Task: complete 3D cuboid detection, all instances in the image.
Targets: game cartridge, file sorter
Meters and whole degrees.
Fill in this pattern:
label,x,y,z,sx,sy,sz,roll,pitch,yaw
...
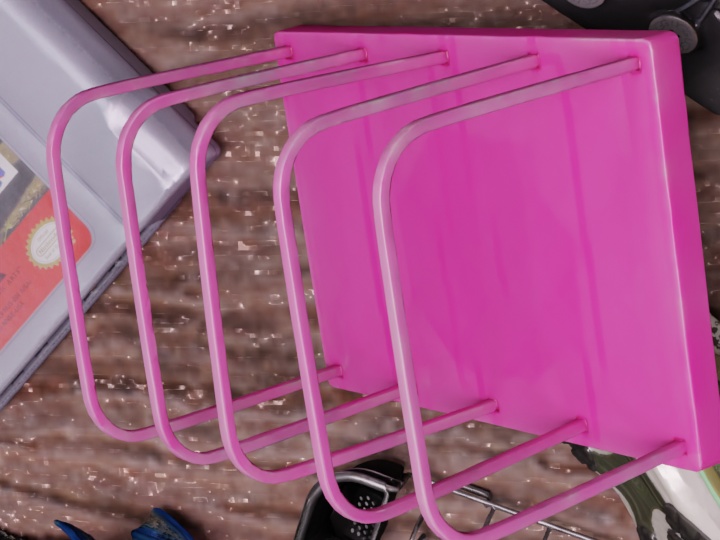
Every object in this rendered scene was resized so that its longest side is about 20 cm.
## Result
label,x,y,z,sx,sy,sz,roll,pitch,yaw
game cartridge,-0.163,-0.021,0.861,0.133,0.041,0.200,45,109,7
file sorter,0.000,0.000,0.725,0.199,0.125,0.140,9,112,52

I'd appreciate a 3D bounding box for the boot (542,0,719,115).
label,x,y,z,sx,sy,sz,roll,pitch,yaw
boot,0.051,-0.115,0.763,0.199,0.066,0.165,23,153,-12

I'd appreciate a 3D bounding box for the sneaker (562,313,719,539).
label,x,y,z,sx,sy,sz,roll,pitch,yaw
sneaker,0.138,0.068,0.780,0.088,0.077,0.201,-34,88,-18

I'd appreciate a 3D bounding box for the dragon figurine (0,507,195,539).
label,x,y,z,sx,sy,sz,roll,pitch,yaw
dragon figurine,-0.094,0.130,0.854,0.200,0.059,0.100,50,123,32

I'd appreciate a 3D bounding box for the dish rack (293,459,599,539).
label,x,y,z,sx,sy,sz,roll,pitch,yaw
dish rack,0.062,0.167,0.840,0.199,0.055,0.155,19,109,9
